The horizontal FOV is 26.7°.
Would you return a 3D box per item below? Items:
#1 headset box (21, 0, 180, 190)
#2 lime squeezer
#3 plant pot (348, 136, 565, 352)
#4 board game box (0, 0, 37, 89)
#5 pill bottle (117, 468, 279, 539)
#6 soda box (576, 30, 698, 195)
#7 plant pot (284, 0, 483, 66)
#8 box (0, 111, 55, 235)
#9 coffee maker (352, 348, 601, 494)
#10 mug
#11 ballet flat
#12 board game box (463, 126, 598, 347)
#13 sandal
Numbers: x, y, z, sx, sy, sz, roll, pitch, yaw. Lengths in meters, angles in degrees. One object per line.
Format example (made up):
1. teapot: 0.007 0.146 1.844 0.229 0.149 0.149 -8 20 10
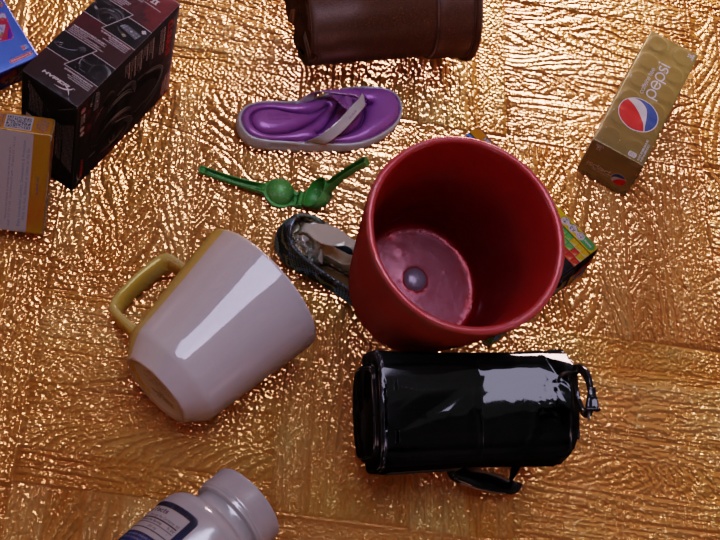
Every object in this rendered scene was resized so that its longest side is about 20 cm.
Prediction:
1. headset box: -0.271 -0.208 1.612 0.077 0.149 0.200 33 56 8
2. lime squeezer: -0.076 -0.090 1.641 0.197 0.071 0.038 0 72 21
3. plant pot: 0.077 -0.009 1.491 0.198 0.177 0.203 5 71 -15
4. board game box: -0.466 -0.237 1.627 0.199 0.045 0.135 -29 82 -27
5. pill bottle: -0.169 0.272 1.362 0.111 0.111 0.200 42 59 13
6. soda box: 0.329 -0.189 1.800 0.067 0.064 0.201 28 56 5
7. plant pot: 0.018 -0.326 1.742 0.196 0.201 0.202 -10 61 -11
8. box: -0.412 -0.107 1.531 0.197 0.120 0.042 9 33 -8
9. coffee maker: 0.101 0.127 1.470 0.197 0.193 0.136 -1 59 -14
10. mug: -0.156 0.066 1.500 0.153 0.186 0.150 -44 109 -23
11. ballet flat: 0.000 0.000 1.599 0.198 0.074 0.075 25 56 2
12. board game box: 0.134 -0.040 1.665 0.165 0.057 0.200 -35 72 -30
13. sandal: -0.040 -0.174 1.707 0.200 0.050 0.083 -13 63 -21
